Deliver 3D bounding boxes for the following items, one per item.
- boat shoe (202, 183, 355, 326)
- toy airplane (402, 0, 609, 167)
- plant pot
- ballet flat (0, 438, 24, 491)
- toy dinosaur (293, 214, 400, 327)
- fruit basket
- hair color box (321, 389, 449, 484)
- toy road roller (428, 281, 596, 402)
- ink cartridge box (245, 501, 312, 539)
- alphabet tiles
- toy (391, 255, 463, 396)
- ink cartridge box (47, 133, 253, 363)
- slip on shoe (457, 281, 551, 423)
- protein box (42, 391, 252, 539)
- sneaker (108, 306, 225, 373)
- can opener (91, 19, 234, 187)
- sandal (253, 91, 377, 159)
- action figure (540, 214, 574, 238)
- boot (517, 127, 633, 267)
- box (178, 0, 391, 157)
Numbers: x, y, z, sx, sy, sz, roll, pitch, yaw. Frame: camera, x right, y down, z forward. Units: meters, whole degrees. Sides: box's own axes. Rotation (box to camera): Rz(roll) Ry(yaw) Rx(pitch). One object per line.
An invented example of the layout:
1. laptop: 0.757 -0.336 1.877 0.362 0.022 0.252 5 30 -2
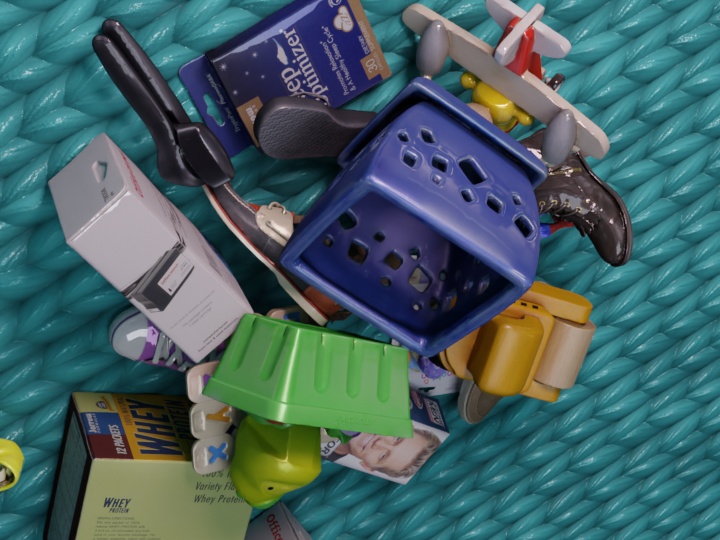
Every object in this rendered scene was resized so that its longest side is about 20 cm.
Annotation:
1. boat shoe: -0.086 -0.033 1.393 0.063 0.071 0.200 -44 85 4
2. toy airplane: 0.146 -0.191 1.368 0.142 0.200 0.199 -51 124 -5
3. plant pot: 0.064 -0.061 1.326 0.199 0.181 0.200 32 143 -13
4. ballet flat: -0.460 0.222 1.416 0.197 0.067 0.068 -6 120 -20
5. toy dinosaur: 0.000 0.000 1.483 0.198 0.086 0.137 -18 122 -18
6. fruit basket: -0.062 0.157 1.351 0.214 0.154 0.219 -10 105 -41
7. hair color box: -0.001 0.181 1.582 0.198 0.061 0.100 21 121 -31
8. toy road roller: 0.179 0.086 1.501 0.197 0.146 0.124 15 106 -16
9. ink cartridge box: -0.136 0.402 1.603 0.199 0.147 0.086 -36 124 -1
10. alphabet tiles: -0.096 0.141 1.419 0.193 0.015 0.203 -12 107 -29
11. toy: 0.097 0.075 1.585 0.114 0.047 0.203 -4 118 -19
12. ink cartridge box: -0.214 -0.024 1.339 0.084 0.145 0.200 -40 124 3
13. slip on shoe: 0.191 0.111 1.627 0.201 0.060 0.076 -57 146 9
14. protein box: -0.237 0.260 1.490 0.196 0.135 0.202 5 115 -25
15. sneaker: -0.170 0.092 1.441 0.198 0.115 0.073 6 116 -24
16. can opener: -0.201 -0.165 1.324 0.078 0.064 0.201 -23 117 23
17. sandal: -0.049 -0.151 1.366 0.076 0.043 0.199 -39 160 23
18. action figure: 0.150 -0.055 1.535 0.199 0.098 0.066 -23 124 -37
19. boot: 0.197 -0.071 1.479 0.173 0.202 0.069 -23 170 -28
20. box: -0.076 -0.205 1.369 0.198 0.032 0.122 -31 125 -4
